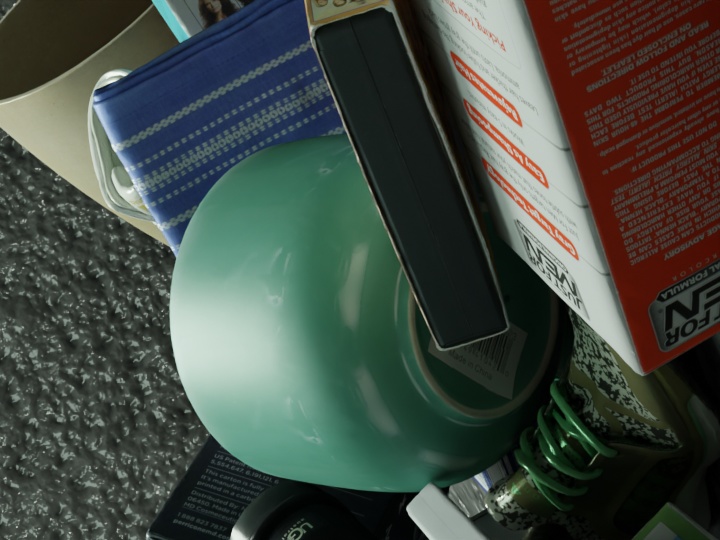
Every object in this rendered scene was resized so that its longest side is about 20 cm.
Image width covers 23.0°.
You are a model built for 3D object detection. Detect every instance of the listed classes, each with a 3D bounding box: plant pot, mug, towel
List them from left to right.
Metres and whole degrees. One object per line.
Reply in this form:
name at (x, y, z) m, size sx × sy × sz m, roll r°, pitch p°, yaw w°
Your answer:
plant pot at (-0.111, -0.097, 1.115) m, size 0.200 × 0.187 × 0.187 m, roll 51°, pitch 177°, yaw -29°
towel at (-0.018, -0.030, 0.829) m, size 0.200 × 0.144 × 0.024 m, roll 62°, pitch 180°, yaw -17°
mug at (0.025, 0.011, 0.754) m, size 0.114 × 0.185 × 0.153 m, roll -1°, pitch 110°, yaw 49°

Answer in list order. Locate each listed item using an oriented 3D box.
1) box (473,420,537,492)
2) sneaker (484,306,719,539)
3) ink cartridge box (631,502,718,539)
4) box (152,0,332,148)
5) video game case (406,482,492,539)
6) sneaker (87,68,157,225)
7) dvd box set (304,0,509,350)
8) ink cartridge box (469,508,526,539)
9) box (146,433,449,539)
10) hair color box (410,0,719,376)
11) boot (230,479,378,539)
box at (0.102, 0.119, 0.998) m, size 0.200 × 0.032 × 0.121 m, roll 48°, pitch 165°, yaw 54°
sneaker at (0.093, 0.077, 0.720) m, size 0.077 × 0.088 × 0.200 m, roll 54°, pitch 169°, yaw 35°
ink cartridge box at (0.148, 0.155, 0.669) m, size 0.104 × 0.059 × 0.200 m, roll 45°, pitch 177°, yaw -23°
box at (-0.055, -0.135, 0.899) m, size 0.200 × 0.082 × 0.049 m, roll 57°, pitch 171°, yaw 24°
video game case at (0.104, 0.165, 0.660) m, size 0.200 × 0.018 × 0.143 m, roll 45°, pitch 177°, yaw -10°
sneaker at (-0.070, -0.018, 0.890) m, size 0.115 × 0.074 × 0.200 m, roll 3°, pitch -132°, yaw -51°
dvd box set at (0.008, -0.090, 0.640) m, size 0.200 × 0.029 × 0.147 m, roll -99°, pitch -12°, yaw -49°
ink cartridge box at (0.087, 0.243, 0.955) m, size 0.145 × 0.084 × 0.200 m, roll 44°, pitch 146°, yaw 32°
box at (-0.026, 0.141, 0.948) m, size 0.107 × 0.200 × 0.149 m, roll 15°, pitch 130°, yaw 13°
hair color box at (0.057, -0.078, 0.513) m, size 0.102 × 0.061 × 0.200 m, roll 50°, pitch 166°, yaw 53°
boot at (0.038, 0.189, 0.759) m, size 0.168 × 0.076 × 0.200 m, roll 33°, pitch 162°, yaw 54°
